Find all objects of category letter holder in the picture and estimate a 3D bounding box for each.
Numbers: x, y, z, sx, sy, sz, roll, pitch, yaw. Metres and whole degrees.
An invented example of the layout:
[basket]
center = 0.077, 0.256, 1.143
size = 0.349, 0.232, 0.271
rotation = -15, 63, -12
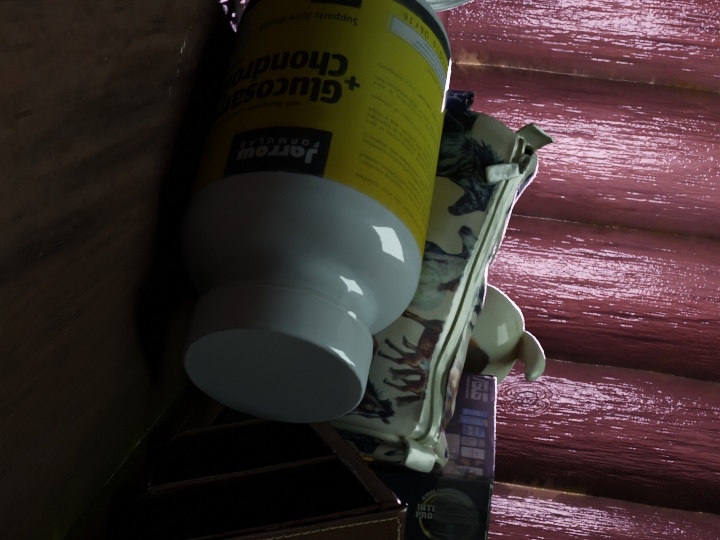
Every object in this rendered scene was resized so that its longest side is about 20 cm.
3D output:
[letter holder]
center = -0.067, 0.182, 0.528
size = 0.100, 0.141, 0.202
rotation = -144, -128, -60

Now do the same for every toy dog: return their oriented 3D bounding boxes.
[toy dog]
center = 0.037, 0.072, 1.004
size = 0.199, 0.193, 0.141
rotation = -20, 138, -46

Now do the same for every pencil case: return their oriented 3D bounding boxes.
[pencil case]
center = 0.034, 0.008, 0.622
size = 0.089, 0.077, 0.202
rotation = -13, -128, 54

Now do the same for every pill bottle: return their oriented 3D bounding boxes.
[pill bottle]
center = -0.022, -0.038, 0.557
size = 0.112, 0.111, 0.202
rotation = 89, 10, -56

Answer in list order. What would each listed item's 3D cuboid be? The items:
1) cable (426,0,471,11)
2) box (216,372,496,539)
[cable]
center = 0.067, -0.276, 0.838
size = 0.201, 0.198, 0.070
rotation = -55, -126, 38
[box]
center = 0.001, 0.103, 0.718
size = 0.200, 0.159, 0.050
rotation = -55, 152, -76
